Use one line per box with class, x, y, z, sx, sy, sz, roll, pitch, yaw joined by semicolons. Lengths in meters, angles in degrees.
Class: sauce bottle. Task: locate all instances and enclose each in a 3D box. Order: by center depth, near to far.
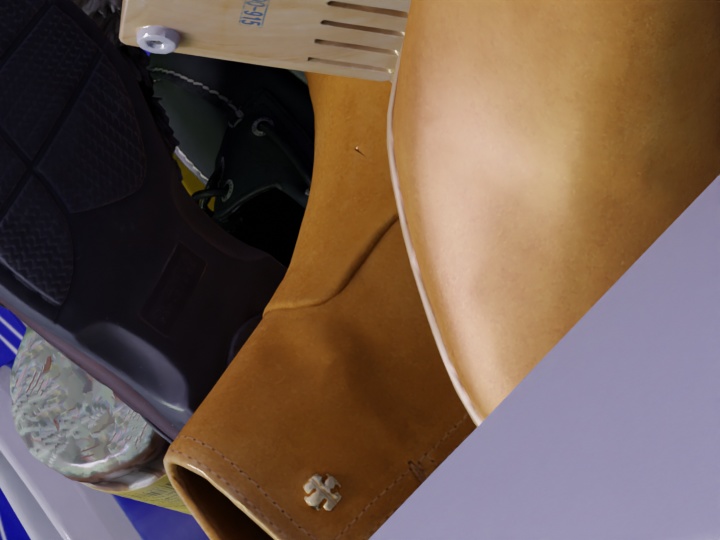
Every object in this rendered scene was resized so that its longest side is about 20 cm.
sauce bottle;-0.035;0.051;0.875;0.065;0.065;0.200;42;-174;28

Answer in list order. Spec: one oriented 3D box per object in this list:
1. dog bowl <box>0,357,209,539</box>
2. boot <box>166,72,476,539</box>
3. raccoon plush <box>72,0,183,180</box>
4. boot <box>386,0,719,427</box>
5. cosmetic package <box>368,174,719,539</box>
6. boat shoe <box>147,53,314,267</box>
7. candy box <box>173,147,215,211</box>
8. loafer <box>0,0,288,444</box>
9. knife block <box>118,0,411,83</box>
dog bowl;-0.067;0.111;1.036;0.200;0.079;0.200;54;167;18
boot;0.000;0.001;0.692;0.201;0.144;0.071;52;151;0
raccoon plush;-0.063;-0.084;0.749;0.200;0.097;0.134;62;175;-29
boot;0.049;-0.062;0.519;0.144;0.070;0.202;137;132;-79
cosmetic package;0.137;0.063;0.422;0.200;0.166;0.168;-13;112;46
boat shoe;-0.019;-0.012;0.845;0.199;0.066;0.075;39;156;34
candy box;-0.049;0.018;1.010;0.102;0.026;0.201;24;145;53
loafer;-0.076;-0.007;0.724;0.200;0.072;0.063;47;150;-23
knife block;0.001;-0.136;0.646;0.199;0.176;0.064;8;159;-7
